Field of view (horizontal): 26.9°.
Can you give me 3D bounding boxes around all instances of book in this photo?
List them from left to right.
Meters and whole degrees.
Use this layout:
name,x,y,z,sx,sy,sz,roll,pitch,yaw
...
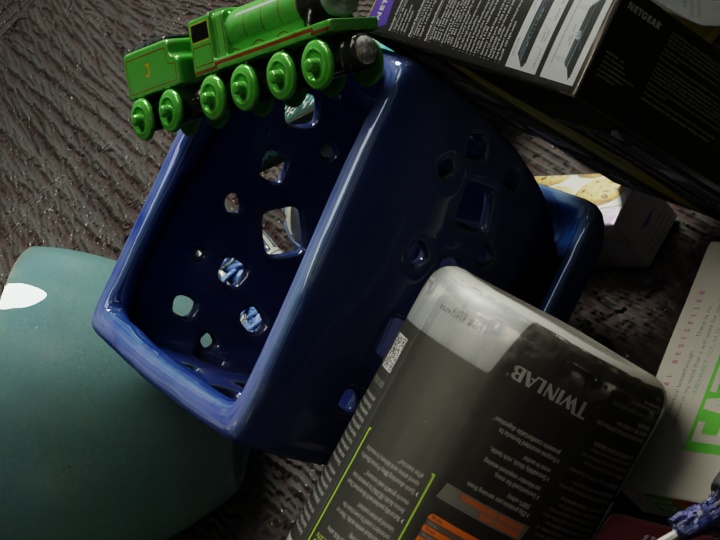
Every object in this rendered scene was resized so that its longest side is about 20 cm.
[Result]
name,x,y,z,sx,sy,sz,roll,pitch,yaw
book,0.216,0.056,0.639,0.199,0.048,0.134,1,57,51

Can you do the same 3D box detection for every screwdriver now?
name,x,y,z,sx,sy,sz,roll,pitch,yaw
screwdriver,0.107,0.106,0.578,0.199,0.029,0.028,-23,16,-14

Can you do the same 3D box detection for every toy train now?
name,x,y,z,sx,sy,sz,roll,pitch,yaw
toy train,-0.058,-0.104,0.744,0.042,0.057,0.199,-9,1,-38

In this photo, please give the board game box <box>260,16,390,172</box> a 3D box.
name,x,y,z,sx,sy,sz,roll,pitch,yaw
board game box,-0.006,-0.135,1.038,0.199,0.028,0.136,-22,27,34

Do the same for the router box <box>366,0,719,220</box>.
name,x,y,z,sx,sy,sz,roll,pitch,yaw
router box,0.122,-0.080,0.705,0.157,0.199,0.052,28,93,52

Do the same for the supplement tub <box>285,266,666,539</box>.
name,x,y,z,sx,sy,sz,roll,pitch,yaw
supplement tub,0.040,0.111,0.679,0.201,0.122,0.122,-61,28,4

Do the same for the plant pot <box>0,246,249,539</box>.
name,x,y,z,sx,sy,sz,roll,pitch,yaw
plant pot,-0.139,0.088,0.933,0.134,0.201,0.201,2,40,3

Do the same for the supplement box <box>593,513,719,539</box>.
name,x,y,z,sx,sy,sz,roll,pitch,yaw
supplement box,0.144,0.162,0.550,0.109,0.061,0.200,-44,26,-24

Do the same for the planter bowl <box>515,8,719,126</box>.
name,x,y,z,sx,sy,sz,roll,pitch,yaw
planter bowl,0.153,-0.193,0.997,0.200,0.083,0.201,-32,32,22

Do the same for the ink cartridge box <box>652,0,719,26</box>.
name,x,y,z,sx,sy,sz,roll,pitch,yaw
ink cartridge box,0.191,-0.215,0.925,0.199,0.047,0.161,3,49,17

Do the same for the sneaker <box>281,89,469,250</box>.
name,x,y,z,sx,sy,sz,roll,pitch,yaw
sneaker,0.018,-0.089,1.048,0.085,0.077,0.201,4,55,49

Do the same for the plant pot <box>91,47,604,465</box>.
name,x,y,z,sx,sy,sz,roll,pitch,yaw
plant pot,0.000,0.000,0.807,0.200,0.179,0.201,24,88,58

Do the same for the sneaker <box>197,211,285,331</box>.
name,x,y,z,sx,sy,sz,roll,pitch,yaw
sneaker,-0.074,0.020,1.020,0.076,0.077,0.200,-42,30,1

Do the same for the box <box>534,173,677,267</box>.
name,x,y,z,sx,sy,sz,roll,pitch,yaw
box,0.098,-0.029,0.901,0.200,0.039,0.042,3,53,54
